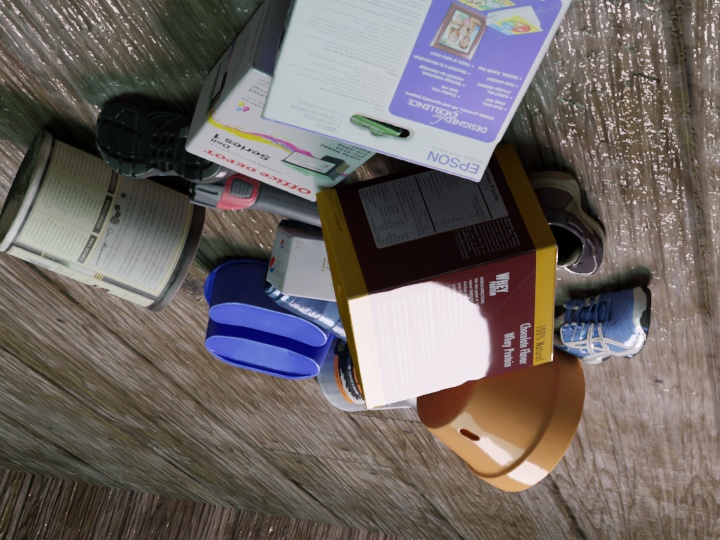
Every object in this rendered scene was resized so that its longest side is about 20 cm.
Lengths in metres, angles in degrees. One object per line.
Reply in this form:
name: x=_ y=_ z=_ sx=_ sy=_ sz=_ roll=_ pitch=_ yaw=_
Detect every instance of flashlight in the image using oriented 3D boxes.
flashlight: x=-0.085 y=-0.079 z=1.366 sx=0.199 sy=0.068 sz=0.068 roll=15 pitch=146 yaw=-17

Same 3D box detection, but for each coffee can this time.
coffee can: x=-0.298 y=-0.055 z=1.434 sx=0.199 sy=0.147 sz=0.146 roll=23 pitch=157 yaw=-23

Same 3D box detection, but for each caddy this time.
caddy: x=-0.117 y=0.057 z=1.670 sx=0.199 sy=0.105 sz=0.142 roll=14 pitch=135 yaw=-1

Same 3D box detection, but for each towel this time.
towel: x=-0.026 y=0.019 z=1.499 sx=0.048 sy=0.112 sz=0.200 roll=-9 pitch=149 yaw=46

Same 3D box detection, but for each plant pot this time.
plant pot: x=0.164 y=0.160 z=1.573 sx=0.140 sy=0.201 sz=0.200 roll=25 pitch=156 yaw=-24

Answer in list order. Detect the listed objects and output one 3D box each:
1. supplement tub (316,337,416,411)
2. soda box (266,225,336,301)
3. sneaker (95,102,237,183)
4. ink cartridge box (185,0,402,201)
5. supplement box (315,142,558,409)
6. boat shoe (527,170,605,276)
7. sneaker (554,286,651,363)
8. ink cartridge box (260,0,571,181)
supplement tub: x=0.043 y=0.129 z=1.718 sx=0.122 sy=0.123 sz=0.199 roll=30 pitch=153 yaw=-36
soda box: x=0.000 y=0.000 z=1.418 sx=0.199 sy=0.069 sz=0.064 roll=8 pitch=-169 yaw=-23
sneaker: x=-0.191 y=-0.127 z=1.289 sx=0.199 sy=0.076 sz=0.079 roll=18 pitch=-163 yaw=33
ink cartridge box: x=-0.058 y=-0.150 z=1.136 sx=0.144 sy=0.084 sz=0.200 roll=21 pitch=158 yaw=-18
supplement box: x=0.077 y=0.009 z=1.230 sx=0.199 sy=0.133 sz=0.198 roll=-14 pitch=143 yaw=-4
boat shoe: x=0.207 y=-0.034 z=1.292 sx=0.072 sy=0.065 sz=0.200 roll=3 pitch=157 yaw=21
sneaker: x=0.281 y=0.067 z=1.482 sx=0.077 sy=0.076 sz=0.200 roll=13 pitch=158 yaw=-12
ink cartridge box: x=0.037 y=-0.176 z=0.981 sx=0.197 sy=0.044 sz=0.200 roll=16 pitch=135 yaw=-8
